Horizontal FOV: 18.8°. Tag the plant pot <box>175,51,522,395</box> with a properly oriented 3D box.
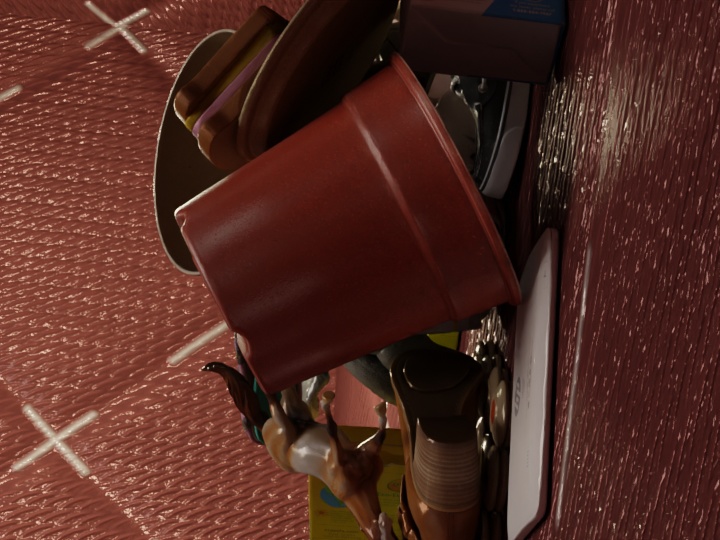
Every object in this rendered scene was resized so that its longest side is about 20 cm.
[{"bbox_3d":[-0.016,-0.021,1.545,0.202,0.194,0.201,63,178,4],"label":"plant pot"}]

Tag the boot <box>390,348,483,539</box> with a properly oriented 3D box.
[{"bbox_3d":[0.062,0.160,1.691,0.200,0.076,0.157,-109,19,-64],"label":"boot"}]

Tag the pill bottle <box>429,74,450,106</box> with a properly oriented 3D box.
[{"bbox_3d":[0.057,-0.083,1.937,0.114,0.113,0.202,-91,7,-61],"label":"pill bottle"}]

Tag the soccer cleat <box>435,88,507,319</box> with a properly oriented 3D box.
[{"bbox_3d":[0.091,-0.057,1.785,0.085,0.068,0.202,140,133,-72],"label":"soccer cleat"}]

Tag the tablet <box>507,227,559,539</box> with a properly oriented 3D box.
[{"bbox_3d":[0.118,0.083,1.511,0.130,0.014,0.202,106,170,-72],"label":"tablet"}]

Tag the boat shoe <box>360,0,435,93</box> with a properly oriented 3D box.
[{"bbox_3d":[0.042,-0.184,1.786,0.076,0.071,0.200,-58,7,-21],"label":"boat shoe"}]

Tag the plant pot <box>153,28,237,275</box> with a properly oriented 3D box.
[{"bbox_3d":[-0.069,-0.088,1.796,0.200,0.133,0.202,-21,65,56],"label":"plant pot"}]

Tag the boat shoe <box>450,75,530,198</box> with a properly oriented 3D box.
[{"bbox_3d":[0.100,-0.159,1.718,0.072,0.067,0.202,-97,13,-74],"label":"boat shoe"}]

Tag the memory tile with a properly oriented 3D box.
[{"bbox_3d":[0.098,0.145,1.715,0.200,0.017,0.155,-108,23,-80],"label":"memory tile"}]

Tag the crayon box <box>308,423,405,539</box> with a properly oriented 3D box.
[{"bbox_3d":[0.020,0.193,1.841,0.201,0.126,0.051,91,-176,-47],"label":"crayon box"}]

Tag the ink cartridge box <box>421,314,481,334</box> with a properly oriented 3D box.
[{"bbox_3d":[0.000,0.000,1.681,0.059,0.199,0.105,-8,85,51],"label":"ink cartridge box"}]

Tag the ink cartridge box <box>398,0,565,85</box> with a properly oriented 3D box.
[{"bbox_3d":[0.090,-0.237,1.624,0.068,0.115,0.201,102,173,-50],"label":"ink cartridge box"}]

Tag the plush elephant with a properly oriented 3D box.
[{"bbox_3d":[-0.002,0.043,1.875,0.155,0.198,0.166,155,115,-63],"label":"plush elephant"}]

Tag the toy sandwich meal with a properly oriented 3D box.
[{"bbox_3d":[-0.050,-0.162,1.591,0.206,0.070,0.205,-50,-13,-17],"label":"toy sandwich meal"}]

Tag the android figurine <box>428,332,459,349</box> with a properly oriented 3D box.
[{"bbox_3d":[0.069,0.067,2.112,0.183,0.041,0.201,-89,4,-53],"label":"android figurine"}]

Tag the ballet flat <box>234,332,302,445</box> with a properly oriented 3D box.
[{"bbox_3d":[-0.078,0.050,1.758,0.071,0.069,0.201,52,147,45],"label":"ballet flat"}]

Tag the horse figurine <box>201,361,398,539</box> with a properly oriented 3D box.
[{"bbox_3d":[-0.037,0.128,1.696,0.050,0.199,0.133,-35,-44,-32],"label":"horse figurine"}]
